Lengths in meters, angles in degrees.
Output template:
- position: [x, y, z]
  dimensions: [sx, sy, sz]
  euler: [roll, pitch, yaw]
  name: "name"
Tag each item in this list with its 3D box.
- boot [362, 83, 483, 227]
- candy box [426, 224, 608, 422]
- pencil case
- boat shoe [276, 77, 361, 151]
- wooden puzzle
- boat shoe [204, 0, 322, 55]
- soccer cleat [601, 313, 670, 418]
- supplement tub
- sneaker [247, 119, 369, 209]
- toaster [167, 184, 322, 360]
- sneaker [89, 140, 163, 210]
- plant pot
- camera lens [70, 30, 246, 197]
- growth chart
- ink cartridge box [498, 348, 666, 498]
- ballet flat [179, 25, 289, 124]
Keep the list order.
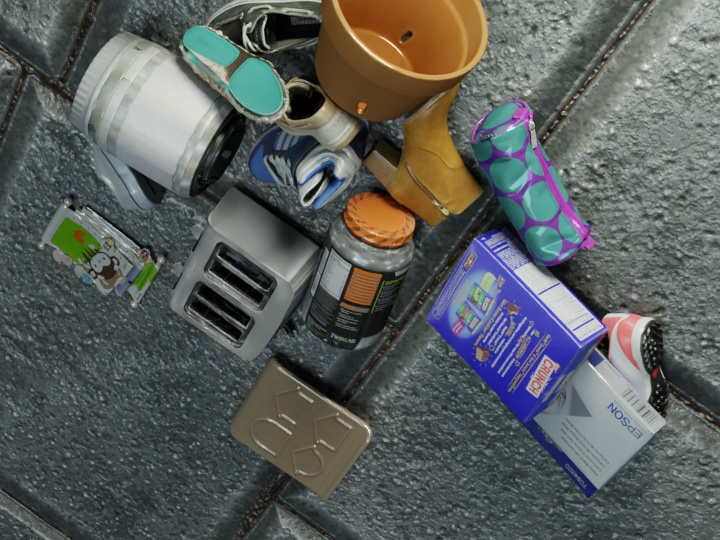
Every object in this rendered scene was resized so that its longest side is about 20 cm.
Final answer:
- position: [0.108, -0.151, 1.566]
  dimensions: [0.144, 0.071, 0.201]
  euler: [38, 131, -10]
  name: "boot"
- position: [0.203, 0.071, 1.603]
  dimensions: [0.200, 0.077, 0.170]
  euler: [48, 136, 20]
  name: "candy box"
- position: [0.215, -0.107, 1.528]
  dimensions: [0.092, 0.085, 0.201]
  euler: [-11, 117, 48]
  name: "pencil case"
- position: [-0.071, -0.211, 1.542]
  dimensions: [0.069, 0.074, 0.200]
  euler: [43, 172, -35]
  name: "boat shoe"
- position: [-0.092, 0.245, 1.914]
  dimensions: [0.200, 0.046, 0.186]
  euler: [37, 127, 5]
  name: "wooden puzzle"
- position: [-0.123, -0.312, 1.559]
  dimensions: [0.199, 0.064, 0.071]
  euler: [-5, 118, 27]
  name: "boat shoe"
- position: [0.368, 0.143, 1.640]
  dimensions: [0.073, 0.068, 0.201]
  euler: [18, 132, 40]
  name: "soccer cleat"
- position: [0.000, 0.000, 1.667]
  dimensions: [0.122, 0.123, 0.201]
  euler: [26, 127, 6]
  name: "supplement tub"
- position: [-0.083, -0.133, 1.598]
  dimensions: [0.199, 0.147, 0.081]
  euler: [-18, 124, 30]
  name: "sneaker"
- position: [-0.161, 0.011, 1.745]
  dimensions: [0.199, 0.119, 0.181]
  euler: [35, 129, 1]
  name: "toaster"
- position: [-0.360, -0.169, 1.749]
  dimensions: [0.070, 0.073, 0.201]
  euler: [-13, 114, 26]
  name: "sneaker"
- position: [0.033, -0.271, 1.451]
  dimensions: [0.200, 0.200, 0.140]
  euler: [37, 144, -2]
  name: "plant pot"
- position: [-0.263, -0.205, 1.628]
  dimensions: [0.199, 0.160, 0.160]
  euler: [30, 128, 3]
  name: "camera lens"
- position: [-0.405, -0.025, 1.896]
  dimensions: [0.199, 0.018, 0.145]
  euler: [33, 128, 2]
  name: "growth chart"
- position: [0.287, 0.196, 1.664]
  dimensions: [0.200, 0.040, 0.200]
  euler: [47, 135, 17]
  name: "ink cartridge box"
- position: [-0.151, -0.242, 1.541]
  dimensions: [0.200, 0.076, 0.064]
  euler: [45, 170, 28]
  name: "ballet flat"
